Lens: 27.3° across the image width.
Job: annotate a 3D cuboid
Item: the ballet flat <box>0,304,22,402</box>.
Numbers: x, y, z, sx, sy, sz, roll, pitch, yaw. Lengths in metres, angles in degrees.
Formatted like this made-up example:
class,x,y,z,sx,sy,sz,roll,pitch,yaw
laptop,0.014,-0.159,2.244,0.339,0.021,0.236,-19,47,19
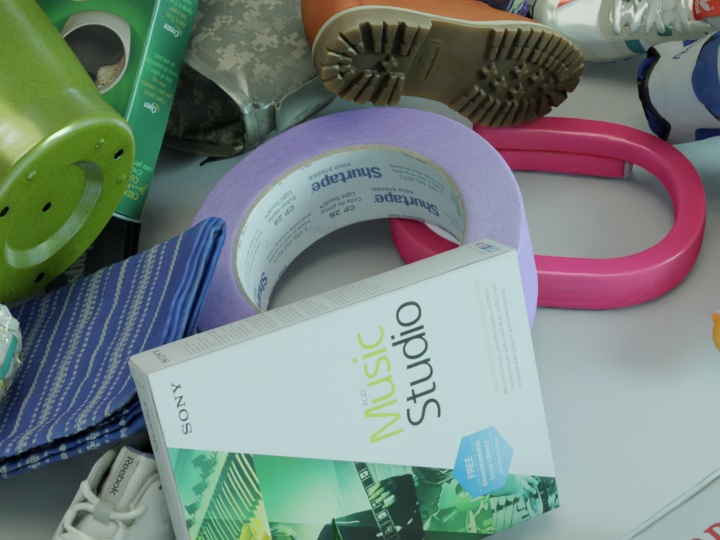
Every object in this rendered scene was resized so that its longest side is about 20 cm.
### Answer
class,x,y,z,sx,sy,sz,roll,pitch,yaw
ballet flat,-0.270,0.074,0.788,0.199,0.076,0.064,-26,43,11

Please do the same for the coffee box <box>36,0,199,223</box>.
class,x,y,z,sx,sy,sz,roll,pitch,yaw
coffee box,-0.169,-0.138,0.930,0.122,0.044,0.202,10,84,29

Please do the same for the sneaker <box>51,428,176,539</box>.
class,x,y,z,sx,sy,sz,roll,pitch,yaw
sneaker,-0.127,0.134,0.736,0.074,0.088,0.201,21,51,15

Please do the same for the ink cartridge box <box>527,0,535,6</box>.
class,x,y,z,sx,sy,sz,roll,pitch,yaw
ink cartridge box,0.165,-0.284,1.177,0.160,0.050,0.200,28,55,29

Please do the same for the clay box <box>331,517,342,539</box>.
class,x,y,z,sx,sy,sz,roll,pitch,yaw
clay box,-0.011,0.217,0.622,0.047,0.116,0.201,-9,43,-4

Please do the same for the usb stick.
class,x,y,z,sx,sy,sz,roll,pitch,yaw
usb stick,-0.166,0.005,0.911,0.055,0.033,0.201,-4,44,2

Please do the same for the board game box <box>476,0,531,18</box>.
class,x,y,z,sx,sy,sz,roll,pitch,yaw
board game box,0.026,-0.222,1.048,0.199,0.033,0.120,28,7,11

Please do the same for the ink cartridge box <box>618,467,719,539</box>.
class,x,y,z,sx,sy,sz,roll,pitch,yaw
ink cartridge box,0.200,0.192,0.655,0.144,0.085,0.200,-27,50,-23

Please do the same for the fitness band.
class,x,y,z,sx,sy,sz,roll,pitch,yaw
fitness band,0.117,-0.037,0.936,0.198,0.038,0.144,4,47,9

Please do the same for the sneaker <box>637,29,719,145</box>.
class,x,y,z,sx,sy,sz,roll,pitch,yaw
sneaker,0.247,-0.128,0.967,0.198,0.081,0.115,-10,3,-43

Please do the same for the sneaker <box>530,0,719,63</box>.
class,x,y,z,sx,sy,sz,roll,pitch,yaw
sneaker,0.218,-0.184,1.024,0.197,0.093,0.071,3,86,3

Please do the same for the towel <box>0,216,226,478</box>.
class,x,y,z,sx,sy,sz,roll,pitch,yaw
towel,-0.164,0.048,0.803,0.199,0.024,0.146,-21,36,30

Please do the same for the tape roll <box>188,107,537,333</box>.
class,x,y,z,sx,sy,sz,roll,pitch,yaw
tape roll,0.000,0.000,0.854,0.198,0.066,0.201,-9,49,10

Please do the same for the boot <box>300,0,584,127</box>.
class,x,y,z,sx,sy,sz,roll,pitch,yaw
boot,0.049,-0.153,0.935,0.198,0.075,0.108,7,38,-32

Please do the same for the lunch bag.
class,x,y,z,sx,sy,sz,roll,pitch,yaw
lunch bag,-0.079,-0.156,1.011,0.199,0.118,0.164,30,52,36

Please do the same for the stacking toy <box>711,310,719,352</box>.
class,x,y,z,sx,sy,sz,roll,pitch,yaw
stacking toy,0.274,-0.015,0.865,0.200,0.110,0.116,-43,49,-20

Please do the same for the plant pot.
class,x,y,z,sx,sy,sz,roll,pitch,yaw
plant pot,-0.237,-0.087,0.834,0.193,0.201,0.200,39,57,16

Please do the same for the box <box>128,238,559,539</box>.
class,x,y,z,sx,sy,sz,roll,pitch,yaw
box,-0.002,0.082,0.734,0.198,0.146,0.036,-18,17,-18
